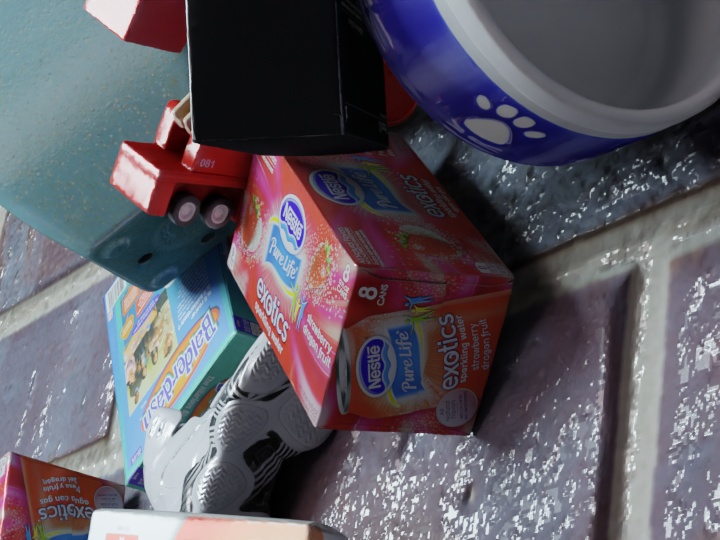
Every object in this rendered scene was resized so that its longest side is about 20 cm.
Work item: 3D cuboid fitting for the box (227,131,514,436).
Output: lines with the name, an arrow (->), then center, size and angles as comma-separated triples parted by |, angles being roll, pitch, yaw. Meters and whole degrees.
box -> 0.000, 0.000, 1.094 | 0.200, 0.095, 0.100 | -123, 43, -57

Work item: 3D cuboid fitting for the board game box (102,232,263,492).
board game box -> -0.120, 0.037, 1.360 | 0.152, 0.045, 0.200 | -52, 31, 28

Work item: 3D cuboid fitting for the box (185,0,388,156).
box -> -0.034, -0.131, 0.989 | 0.200, 0.079, 0.142 | -10, -85, -83

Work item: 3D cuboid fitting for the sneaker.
sneaker -> -0.080, 0.096, 1.214 | 0.200, 0.075, 0.115 | -66, 30, 13

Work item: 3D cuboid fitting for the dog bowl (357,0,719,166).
dog bowl -> 0.095, -0.154, 0.934 | 0.079, 0.200, 0.201 | -25, 50, 55

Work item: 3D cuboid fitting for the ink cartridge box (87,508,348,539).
ink cartridge box -> -0.098, 0.239, 1.103 | 0.162, 0.050, 0.201 | -1, 69, 33

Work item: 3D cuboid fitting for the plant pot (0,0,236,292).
plant pot -> -0.164, -0.102, 1.289 | 0.196, 0.196, 0.200 | -37, 69, 6

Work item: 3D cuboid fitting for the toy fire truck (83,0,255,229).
toy fire truck -> -0.082, -0.098, 1.150 | 0.049, 0.200, 0.141 | 38, 114, 41

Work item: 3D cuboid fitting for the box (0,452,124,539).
box -> -0.261, 0.222, 1.417 | 0.200, 0.095, 0.100 | -37, 42, 46

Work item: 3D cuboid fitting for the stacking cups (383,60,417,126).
stacking cups -> -0.015, -0.113, 1.224 | 0.061, 0.060, 0.200 | -67, 18, 4
